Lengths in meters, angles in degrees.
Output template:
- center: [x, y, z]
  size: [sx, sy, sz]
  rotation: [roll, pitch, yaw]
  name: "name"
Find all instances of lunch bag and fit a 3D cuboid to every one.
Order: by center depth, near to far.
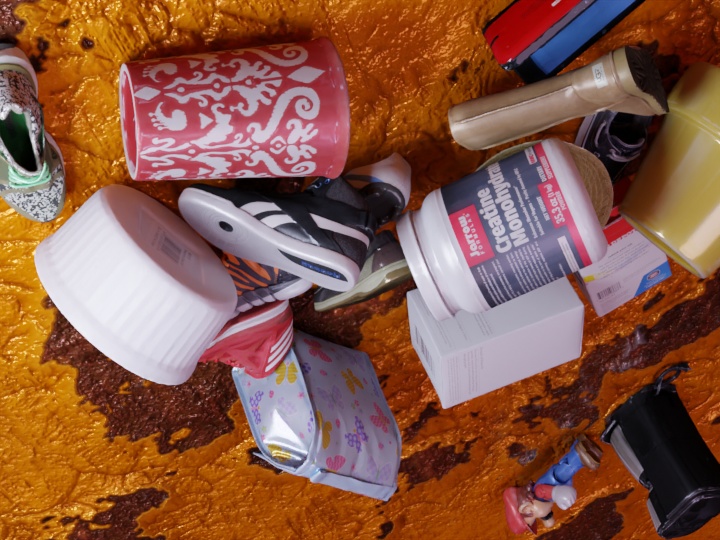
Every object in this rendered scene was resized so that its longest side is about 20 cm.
- center: [-0.050, 0.187, 1.508]
  size: [0.168, 0.201, 0.127]
  rotation: [21, 122, -44]
  name: "lunch bag"

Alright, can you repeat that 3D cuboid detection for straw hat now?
- center: [0.188, -0.088, 1.426]
  size: [0.198, 0.086, 0.203]
  rotation: [-4, 128, -5]
  name: "straw hat"

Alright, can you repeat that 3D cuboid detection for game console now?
- center: [0.237, -0.260, 1.252]
  size: [0.199, 0.173, 0.119]
  rotation: [-40, 113, 15]
  name: "game console"

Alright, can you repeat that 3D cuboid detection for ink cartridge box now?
- center: [0.321, -0.039, 1.578]
  size: [0.115, 0.068, 0.201]
  rotation: [-30, 141, 3]
  name: "ink cartridge box"

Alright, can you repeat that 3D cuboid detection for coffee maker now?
- center: [0.491, 0.290, 1.932]
  size: [0.133, 0.201, 0.194]
  rotation: [-13, 140, -18]
  name: "coffee maker"

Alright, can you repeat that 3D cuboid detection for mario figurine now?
- center: [0.320, 0.364, 1.995]
  size: [0.123, 0.107, 0.200]
  rotation: [22, 119, -45]
  name: "mario figurine"

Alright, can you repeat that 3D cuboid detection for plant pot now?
- center: [0.403, -0.105, 1.414]
  size: [0.190, 0.201, 0.200]
  rotation: [-51, 138, 5]
  name: "plant pot"

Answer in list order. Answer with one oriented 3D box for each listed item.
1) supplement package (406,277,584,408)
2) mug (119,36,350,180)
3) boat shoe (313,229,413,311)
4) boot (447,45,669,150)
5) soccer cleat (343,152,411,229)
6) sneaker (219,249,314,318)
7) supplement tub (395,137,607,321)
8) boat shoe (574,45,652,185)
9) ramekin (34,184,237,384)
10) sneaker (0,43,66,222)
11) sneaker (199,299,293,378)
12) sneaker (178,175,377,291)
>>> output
- center: [0.173, 0.070, 1.574]
  size: [0.197, 0.118, 0.118]
  rotation: [-19, 141, -9]
  name: "supplement package"
- center: [-0.125, -0.131, 1.175]
  size: [0.197, 0.134, 0.179]
  rotation: [-7, 135, -19]
  name: "mug"
- center: [-0.001, 0.000, 1.406]
  size: [0.071, 0.067, 0.200]
  rotation: [-15, 175, -28]
  name: "boat shoe"
- center: [0.215, -0.179, 1.314]
  size: [0.198, 0.067, 0.174]
  rotation: [-17, 166, 28]
  name: "boot"
- center: [-0.021, -0.063, 1.358]
  size: [0.198, 0.087, 0.070]
  rotation: [-25, 120, 33]
  name: "soccer cleat"
- center: [-0.148, -0.012, 1.344]
  size: [0.198, 0.078, 0.113]
  rotation: [-21, 118, 19]
  name: "sneaker"
- center: [0.151, -0.041, 1.311]
  size: [0.198, 0.142, 0.141]
  rotation: [-24, 142, 10]
  name: "supplement tub"
- center: [0.302, -0.159, 1.428]
  size: [0.071, 0.068, 0.202]
  rotation: [-2, 134, -16]
  name: "boat shoe"
- center: [-0.216, 0.007, 1.225]
  size: [0.098, 0.201, 0.200]
  rotation: [-46, 138, 12]
  name: "ramekin"
- center: [-0.313, -0.104, 1.125]
  size: [0.076, 0.089, 0.201]
  rotation: [-19, 141, -10]
  name: "sneaker"
- center: [-0.163, 0.098, 1.426]
  size: [0.197, 0.079, 0.117]
  rotation: [-21, 128, -11]
  name: "sneaker"
- center: [-0.079, -0.064, 1.261]
  size: [0.198, 0.113, 0.073]
  rotation: [24, 149, -1]
  name: "sneaker"
